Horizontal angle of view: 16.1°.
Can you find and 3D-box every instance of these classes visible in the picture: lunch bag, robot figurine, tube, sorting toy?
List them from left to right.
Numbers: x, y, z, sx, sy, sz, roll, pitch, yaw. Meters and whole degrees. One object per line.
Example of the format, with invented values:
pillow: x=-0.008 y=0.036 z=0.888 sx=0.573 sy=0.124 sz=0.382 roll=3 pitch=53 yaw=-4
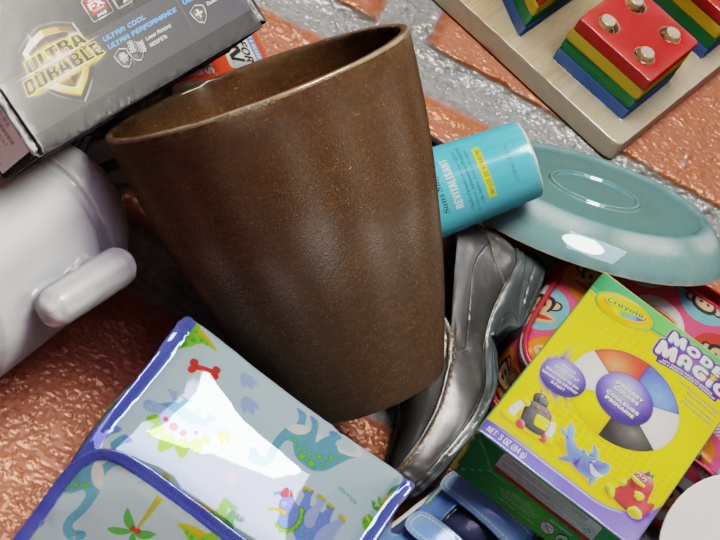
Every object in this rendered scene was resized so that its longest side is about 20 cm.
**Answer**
robot figurine: x=-0.215 y=-0.007 z=1.498 sx=0.170 sy=0.113 sz=0.200 roll=18 pitch=40 yaw=31
lunch bag: x=-0.096 y=0.156 z=1.434 sx=0.170 sy=0.127 sz=0.200 roll=37 pitch=60 yaw=1
tube: x=0.014 y=-0.037 z=1.601 sx=0.200 sy=0.050 sz=0.077 roll=-21 pitch=81 yaw=-7
sorting toy: x=0.179 y=-0.211 z=1.887 sx=0.199 sy=0.070 sz=0.200 roll=44 pitch=48 yaw=10
lunch bag: x=0.195 y=0.069 z=1.668 sx=0.200 sy=0.082 sz=0.176 roll=33 pitch=46 yaw=1

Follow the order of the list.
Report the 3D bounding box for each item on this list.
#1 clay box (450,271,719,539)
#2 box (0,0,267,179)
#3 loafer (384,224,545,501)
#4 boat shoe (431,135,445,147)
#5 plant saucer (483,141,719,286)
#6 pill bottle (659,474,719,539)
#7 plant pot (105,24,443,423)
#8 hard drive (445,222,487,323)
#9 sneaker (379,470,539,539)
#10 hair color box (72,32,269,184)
clay box: x=0.153 y=0.084 z=1.546 sx=0.115 sy=0.048 sz=0.200 roll=37 pitch=47 yaw=5
box: x=-0.182 y=-0.182 z=1.489 sx=0.200 sy=0.050 sz=0.199 roll=-34 pitch=95 yaw=-39
loafer: x=0.048 y=0.054 z=1.599 sx=0.072 sy=0.073 sz=0.200 roll=36 pitch=51 yaw=-16
boat shoe: x=-0.021 y=-0.100 z=1.676 sx=0.200 sy=0.066 sz=0.070 roll=36 pitch=44 yaw=24
plant saucer: x=0.153 y=-0.044 z=1.706 sx=0.200 sy=0.027 sz=0.200 roll=16 pitch=19 yaw=-6
pill bottle: x=0.251 y=0.181 z=1.528 sx=0.200 sy=0.112 sz=0.112 roll=29 pitch=31 yaw=-59
plant pot: x=-0.026 y=-0.018 z=1.498 sx=0.187 sy=0.187 sz=0.200 roll=-30 pitch=105 yaw=-40
hard drive: x=0.000 y=0.000 z=1.661 sx=0.200 sy=0.026 sz=0.132 roll=-28 pitch=70 yaw=-39
sneaker: x=0.063 y=0.156 z=1.534 sx=0.074 sy=0.082 sz=0.200 roll=43 pitch=49 yaw=6
hair color box: x=-0.167 y=-0.105 z=1.601 sx=0.200 sy=0.111 sz=0.064 roll=-11 pitch=61 yaw=-32
